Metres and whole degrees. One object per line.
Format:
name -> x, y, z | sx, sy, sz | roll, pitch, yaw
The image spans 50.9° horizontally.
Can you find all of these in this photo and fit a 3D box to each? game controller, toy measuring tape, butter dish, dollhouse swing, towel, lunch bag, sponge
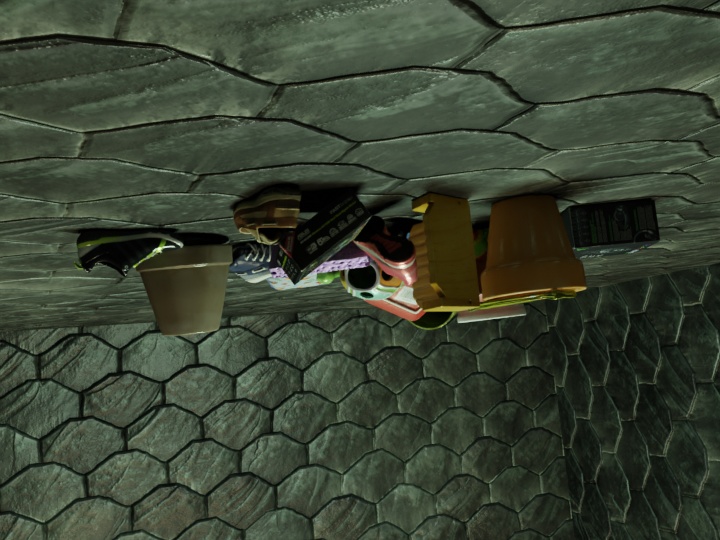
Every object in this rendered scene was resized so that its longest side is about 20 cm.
game controller -> 0.116, -0.050, 1.602 | 0.042, 0.106, 0.199 | 17, -171, 39
toy measuring tape -> 0.231, -0.054, 1.754 | 0.199, 0.074, 0.073 | -12, 170, 43
butter dish -> 0.110, -0.006, 1.799 | 0.199, 0.149, 0.200 | 24, 120, -38
dollhouse swing -> 0.118, -0.021, 1.421 | 0.175, 0.202, 0.181 | -11, 171, 40
towel -> 0.309, 0.060, 1.457 | 0.199, 0.018, 0.086 | -12, 170, 43
lunch bag -> -0.148, -0.003, 1.858 | 0.158, 0.076, 0.200 | -8, 172, 3
sponge -> -0.080, -0.041, 1.510 | 0.198, 0.112, 0.030 | -7, 131, 7

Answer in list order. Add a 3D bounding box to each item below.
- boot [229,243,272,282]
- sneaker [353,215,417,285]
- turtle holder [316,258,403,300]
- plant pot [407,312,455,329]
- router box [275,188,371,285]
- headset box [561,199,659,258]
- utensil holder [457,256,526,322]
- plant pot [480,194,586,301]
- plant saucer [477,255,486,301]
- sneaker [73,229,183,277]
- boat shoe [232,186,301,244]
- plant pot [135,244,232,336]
boot -> -0.212, -0.029, 1.637 | 0.199, 0.073, 0.090 | -25, 144, 36
sneaker -> 0.042, -0.033, 1.424 | 0.073, 0.087, 0.200 | -31, -143, -12
turtle holder -> 0.006, -0.009, 1.645 | 0.184, 0.142, 0.132 | 25, -161, 13
plant pot -> 0.236, 0.054, 2.227 | 0.199, 0.203, 0.192 | -11, -177, 35
router box -> -0.068, -0.054, 1.306 | 0.149, 0.062, 0.200 | -37, 179, -12
headset box -> 0.523, -0.085, 1.663 | 0.198, 0.094, 0.174 | -5, 172, -1
utensil holder -> 0.307, 0.019, 1.852 | 0.168, 0.202, 0.170 | -7, 175, -1
plant pot -> 0.326, -0.043, 1.473 | 0.198, 0.186, 0.200 | -6, 173, -1
plant saucer -> 0.332, -0.014, 1.673 | 0.198, 0.037, 0.201 | -25, -155, 21
sneaker -> -0.427, -0.028, 1.400 | 0.198, 0.084, 0.072 | -3, 173, -26
boat shoe -> -0.158, -0.080, 1.245 | 0.075, 0.075, 0.200 | -2, 171, -27
plant pot -> -0.355, 0.041, 1.556 | 0.198, 0.176, 0.200 | -6, -179, 0
